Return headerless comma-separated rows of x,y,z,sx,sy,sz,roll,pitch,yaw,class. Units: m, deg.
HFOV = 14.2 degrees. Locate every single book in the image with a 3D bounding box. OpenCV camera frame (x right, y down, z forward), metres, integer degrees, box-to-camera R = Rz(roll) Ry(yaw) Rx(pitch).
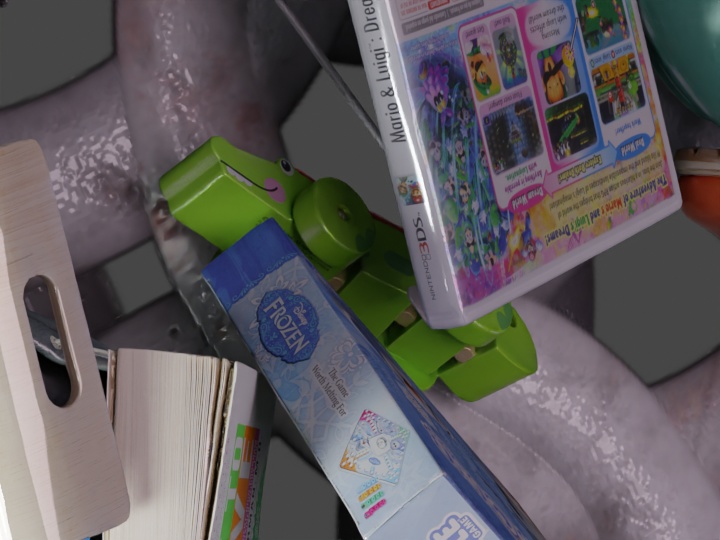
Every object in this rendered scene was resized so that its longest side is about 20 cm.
-0.067,0.103,1.146,0.048,0.200,0.134,5,86,5,book

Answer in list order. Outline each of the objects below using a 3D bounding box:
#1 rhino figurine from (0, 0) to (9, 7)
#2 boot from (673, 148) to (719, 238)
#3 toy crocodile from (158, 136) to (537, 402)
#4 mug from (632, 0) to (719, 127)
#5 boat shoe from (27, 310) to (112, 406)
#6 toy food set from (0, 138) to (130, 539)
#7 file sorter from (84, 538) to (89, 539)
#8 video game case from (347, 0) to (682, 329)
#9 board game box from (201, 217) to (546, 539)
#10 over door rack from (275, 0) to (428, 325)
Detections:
-0.113,-0.162,1.204,0.200,0.060,0.088,-33,102,-26,rhino figurine
0.220,0.010,1.387,0.200,0.075,0.107,26,80,-28,boot
0.000,0.000,1.260,0.200,0.067,0.062,31,40,-25,toy crocodile
0.189,-0.121,1.310,0.152,0.114,0.185,41,32,-35,mug
-0.168,0.031,1.159,0.200,0.062,0.073,23,79,-26,boat shoe
-0.187,0.035,1.075,0.060,0.200,0.144,-27,106,-58,toy food set
-0.167,0.203,1.109,0.122,0.139,0.201,-10,93,-28,file sorter
0.064,-0.089,1.212,0.200,0.024,0.183,-26,105,-54,video game case
0.034,0.097,1.173,0.043,0.199,0.200,-38,127,3,board game box
0.040,-0.097,1.245,0.148,0.067,0.200,-31,94,-52,over door rack
